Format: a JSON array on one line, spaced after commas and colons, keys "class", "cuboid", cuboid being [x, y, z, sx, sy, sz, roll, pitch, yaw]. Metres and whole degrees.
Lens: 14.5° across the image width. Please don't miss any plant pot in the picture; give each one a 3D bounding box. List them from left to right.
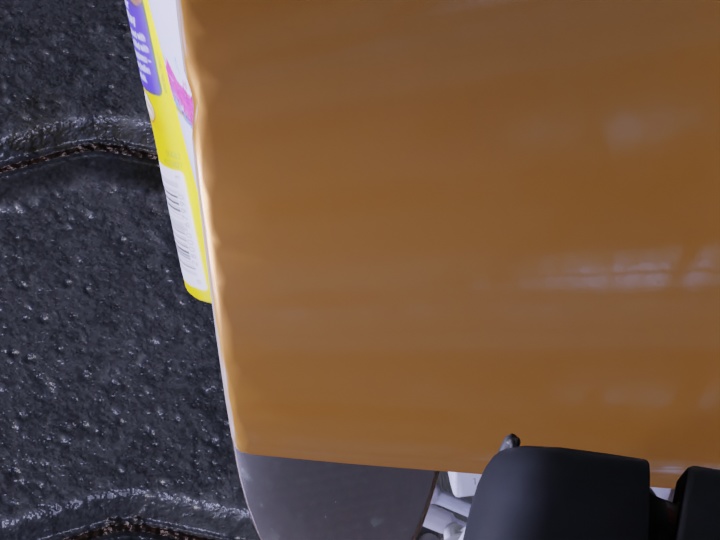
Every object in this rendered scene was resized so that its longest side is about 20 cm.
[{"class": "plant pot", "cuboid": [0.054, -0.032, 0.645, 0.200, 0.183, 0.201, 174, 90, -88]}]

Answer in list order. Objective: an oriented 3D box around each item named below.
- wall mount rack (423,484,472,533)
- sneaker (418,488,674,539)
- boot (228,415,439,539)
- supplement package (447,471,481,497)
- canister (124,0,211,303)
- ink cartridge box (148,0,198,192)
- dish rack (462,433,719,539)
[{"class": "wall mount rack", "cuboid": [0.088, 0.159, 1.268, 0.174, 0.074, 0.200, 63, 178, -2]}, {"class": "sneaker", "cuboid": [0.045, 0.100, 0.841, 0.073, 0.071, 0.200, -48, -17, -59]}, {"class": "boot", "cuboid": [0.000, 0.000, 0.886, 0.075, 0.073, 0.201, 35, -126, -77]}, {"class": "supplement package", "cuboid": [0.075, -0.039, 0.938, 0.110, 0.113, 0.200, -99, 3, -53]}, {"class": "canister", "cuboid": [-0.033, -0.105, 0.992, 0.149, 0.086, 0.200, -63, -35, -63]}, {"class": "ink cartridge box", "cuboid": [0.023, -0.062, 0.769, 0.085, 0.144, 0.200, 174, 82, -73]}, {"class": "dish rack", "cuboid": [0.089, 0.078, 0.594, 0.200, 0.153, 0.055, 93, -174, -78]}]
